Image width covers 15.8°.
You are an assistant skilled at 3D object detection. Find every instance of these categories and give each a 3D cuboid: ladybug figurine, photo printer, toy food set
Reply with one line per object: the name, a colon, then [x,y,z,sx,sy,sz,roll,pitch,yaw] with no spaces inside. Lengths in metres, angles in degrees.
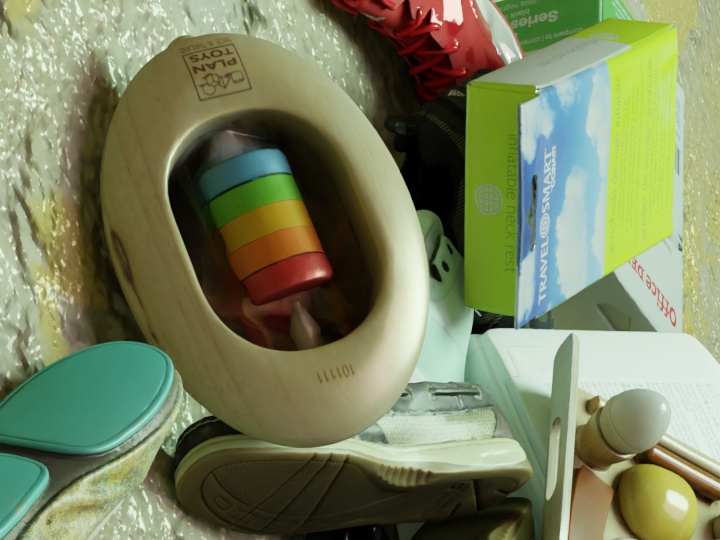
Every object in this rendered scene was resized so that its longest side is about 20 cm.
ladybug figurine: [-0.045,-0.011,1.150,0.072,0.135,0.200,116,-43,-67]
photo printer: [0.147,0.110,1.407,0.200,0.069,0.167,2,55,-41]
toy food set: [0.174,0.131,1.311,0.200,0.060,0.144,28,45,-22]

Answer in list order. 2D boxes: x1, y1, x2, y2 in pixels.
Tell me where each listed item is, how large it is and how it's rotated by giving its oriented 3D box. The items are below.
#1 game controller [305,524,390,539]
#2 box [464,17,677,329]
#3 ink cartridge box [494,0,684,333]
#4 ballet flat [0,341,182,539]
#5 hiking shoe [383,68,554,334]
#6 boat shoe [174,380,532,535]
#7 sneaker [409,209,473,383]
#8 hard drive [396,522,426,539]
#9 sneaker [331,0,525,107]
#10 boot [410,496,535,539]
game controller: [-0.005,0.210,1.238,0.104,0.042,0.200,50,38,-48]
box: [0.108,-0.054,1.361,0.200,0.048,0.122,-28,122,-56]
ink cartridge box: [0.139,-0.055,1.608,0.146,0.084,0.200,47,40,-50]
ballet flat: [-0.127,0.091,1.002,0.200,0.071,0.071,-48,124,-61]
hiking shoe: [0.046,-0.008,1.419,0.101,0.076,0.200,-20,120,-29]
boat shoe: [-0.009,0.081,1.217,0.200,0.073,0.065,7,51,-42]
sneaker: [0.000,0.000,1.296,0.201,0.074,0.118,60,31,-45]
hard drive: [0.061,0.216,1.374,0.132,0.025,0.200,-27,105,-77]
sneaker: [0.026,-0.128,1.434,0.115,0.078,0.200,-28,104,-49]
boot: [0.053,0.206,1.231,0.200,0.072,0.155,-34,112,-67]
